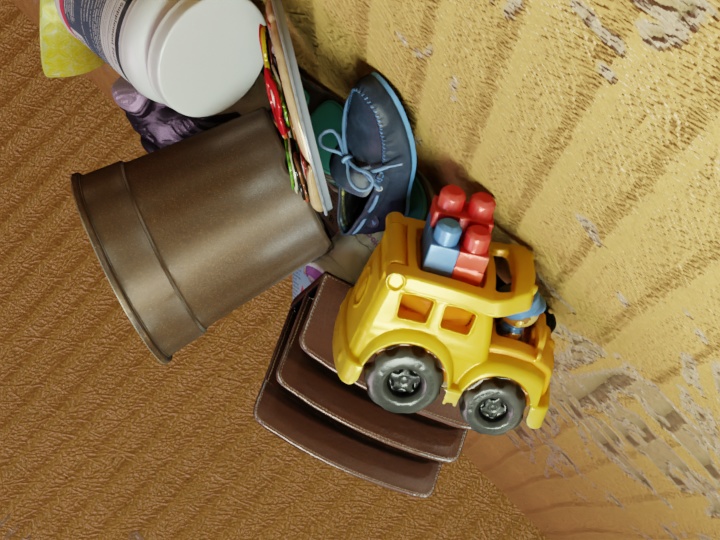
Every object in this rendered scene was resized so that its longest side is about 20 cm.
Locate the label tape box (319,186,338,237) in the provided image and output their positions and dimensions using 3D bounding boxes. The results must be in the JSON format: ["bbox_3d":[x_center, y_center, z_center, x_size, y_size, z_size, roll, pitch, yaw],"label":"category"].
[{"bbox_3d":[-0.097,-0.047,1.816,0.143,0.201,0.063,-4,139,39],"label":"label tape box"}]

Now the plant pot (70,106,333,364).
[{"bbox_3d":[-0.142,-0.044,1.626,0.200,0.197,0.202,-26,-90,-90],"label":"plant pot"}]

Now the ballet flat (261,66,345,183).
[{"bbox_3d":[-0.041,-0.145,1.689,0.200,0.067,0.064,47,-173,37],"label":"ballet flat"}]

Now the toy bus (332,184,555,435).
[{"bbox_3d":[0.095,0.024,1.504,0.198,0.193,0.136,16,-148,-10],"label":"toy bus"}]

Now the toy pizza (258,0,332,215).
[{"bbox_3d":[-0.062,-0.144,1.510,0.200,0.031,0.202,166,90,-89],"label":"toy pizza"}]

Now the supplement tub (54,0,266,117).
[{"bbox_3d":[-0.193,-0.246,1.641,0.200,0.140,0.141,39,172,40],"label":"supplement tub"}]

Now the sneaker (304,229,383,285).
[{"bbox_3d":[0.000,0.000,1.736,0.075,0.100,0.200,44,175,7],"label":"sneaker"}]

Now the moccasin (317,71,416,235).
[{"bbox_3d":[0.007,-0.089,1.508,0.081,0.068,0.201,54,163,33],"label":"moccasin"}]

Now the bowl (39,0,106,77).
[{"bbox_3d":[-0.280,-0.304,1.859,0.106,0.202,0.200,6,174,-3],"label":"bowl"}]

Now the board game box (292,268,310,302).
[{"bbox_3d":[-0.017,0.029,1.940,0.105,0.102,0.202,-152,62,-71],"label":"board game box"}]

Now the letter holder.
[{"bbox_3d":[0.015,0.117,1.629,0.199,0.143,0.101,26,157,-12],"label":"letter holder"}]

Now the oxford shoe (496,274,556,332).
[{"bbox_3d":[0.094,0.022,1.672,0.200,0.072,0.085,46,132,21],"label":"oxford shoe"}]

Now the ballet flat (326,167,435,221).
[{"bbox_3d":[0.034,-0.076,1.666,0.070,0.069,0.200,50,174,-38],"label":"ballet flat"}]

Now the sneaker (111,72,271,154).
[{"bbox_3d":[-0.157,-0.149,1.732,0.199,0.076,0.115,9,132,35],"label":"sneaker"}]
